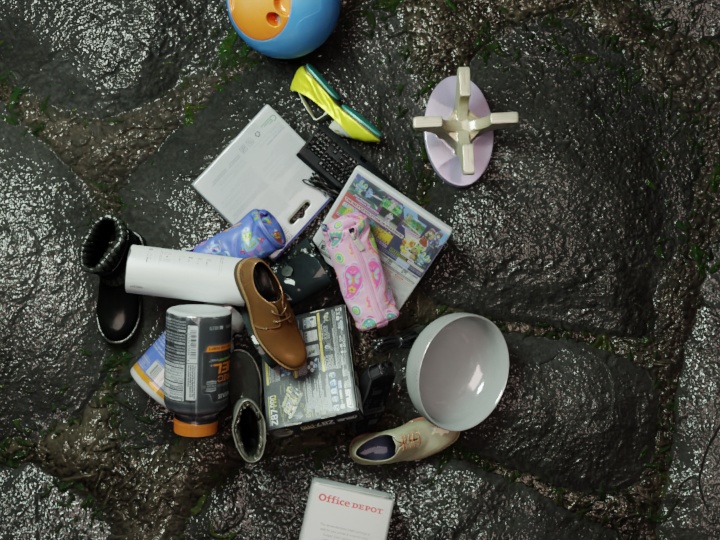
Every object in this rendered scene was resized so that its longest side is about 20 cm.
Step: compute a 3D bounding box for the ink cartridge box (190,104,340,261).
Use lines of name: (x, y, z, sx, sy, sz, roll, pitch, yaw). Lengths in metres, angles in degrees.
ink cartridge box: (-0.162, -0.154, 1.605, 0.200, 0.041, 0.200, 45, 84, -13)

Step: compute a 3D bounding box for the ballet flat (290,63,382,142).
ballet flat: (-0.049, -0.284, 1.626, 0.200, 0.067, 0.067, 45, 106, 5)

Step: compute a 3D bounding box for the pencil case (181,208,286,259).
pencil case: (-0.227, -0.033, 1.556, 0.199, 0.078, 0.087, -28, 99, 13)

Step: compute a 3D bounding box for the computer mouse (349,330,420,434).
computer mouse: (0.041, 0.186, 1.573, 0.046, 0.140, 0.202, 35, 122, 37)

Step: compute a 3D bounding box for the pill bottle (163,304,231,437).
pill bottle: (-0.261, 0.161, 1.443, 0.105, 0.106, 0.202, 3, 97, -2)

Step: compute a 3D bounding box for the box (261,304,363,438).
box: (-0.085, 0.169, 1.527, 0.160, 0.049, 0.202, -13, 59, 7)

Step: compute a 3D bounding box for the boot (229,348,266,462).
boot: (-0.193, 0.218, 1.495, 0.072, 0.200, 0.184, -15, 85, -2)

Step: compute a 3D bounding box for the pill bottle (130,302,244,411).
pill bottle: (-0.288, 0.133, 1.545, 0.112, 0.112, 0.200, 41, 84, 2)

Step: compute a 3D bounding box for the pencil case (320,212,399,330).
pencil case: (0.000, 0.000, 1.547, 0.087, 0.087, 0.202, -19, 105, -4)

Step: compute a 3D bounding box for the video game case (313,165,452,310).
video game case: (0.032, -0.054, 1.578, 0.199, 0.023, 0.183, 34, 115, 2)

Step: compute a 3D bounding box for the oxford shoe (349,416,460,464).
oxford shoe: (0.080, 0.300, 1.561, 0.198, 0.074, 0.071, -16, 85, -3)

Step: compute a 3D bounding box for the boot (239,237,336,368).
boot: (-0.119, 0.048, 1.533, 0.167, 0.077, 0.201, -28, 50, 4)

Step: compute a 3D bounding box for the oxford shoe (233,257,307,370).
oxford shoe: (-0.137, 0.072, 1.439, 0.071, 0.071, 0.201, -33, 103, -27)

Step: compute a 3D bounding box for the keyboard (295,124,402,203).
keyboard: (-0.021, -0.160, 1.596, 0.200, 0.040, 0.104, 39, 85, -13)

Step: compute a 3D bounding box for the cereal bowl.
cereal bowl: (0.156, 0.168, 1.553, 0.198, 0.083, 0.202, -5, 100, -32)

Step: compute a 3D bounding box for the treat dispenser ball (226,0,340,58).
treat dispenser ball: (-0.133, -0.470, 1.565, 0.199, 0.201, 0.203, 0, 84, -2)

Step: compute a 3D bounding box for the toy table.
toy table: (0.178, -0.256, 1.598, 0.182, 0.117, 0.202, -14, 86, -3)

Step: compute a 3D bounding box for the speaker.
speaker: (-0.281, 0.009, 1.484, 0.198, 0.081, 0.082, 7, 84, -7)

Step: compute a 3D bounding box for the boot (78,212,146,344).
boot: (-0.422, 0.017, 1.528, 0.079, 0.158, 0.214, 2, 84, 0)

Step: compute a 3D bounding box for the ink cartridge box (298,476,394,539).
ink cartridge box: (-0.034, 0.466, 1.536, 0.143, 0.085, 0.202, 13, 85, -1)
